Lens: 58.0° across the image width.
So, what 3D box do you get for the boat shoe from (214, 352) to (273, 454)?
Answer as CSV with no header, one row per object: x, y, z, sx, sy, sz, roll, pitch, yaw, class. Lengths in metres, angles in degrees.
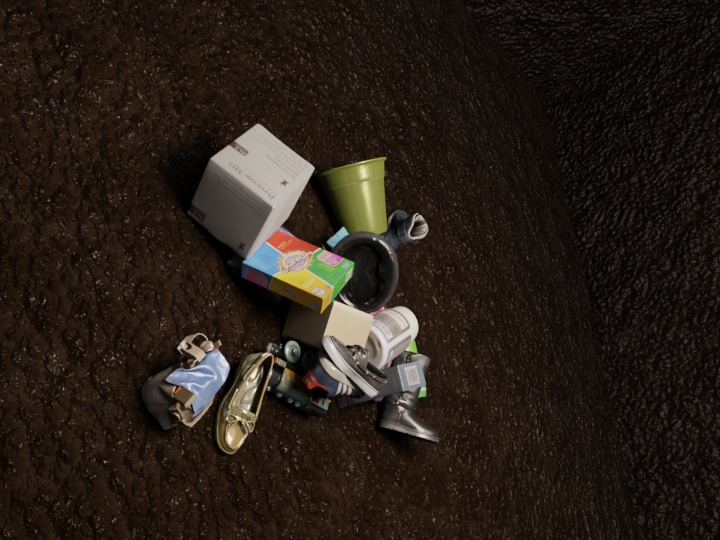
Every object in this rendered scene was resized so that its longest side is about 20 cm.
-0.222,0.254,1.262,0.073,0.062,0.203,40,53,-29,boat shoe

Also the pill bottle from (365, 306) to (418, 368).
0.057,0.158,1.561,0.199,0.112,0.116,-22,88,-58,pill bottle

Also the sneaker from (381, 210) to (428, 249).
0.142,-0.135,1.925,0.077,0.145,0.204,50,36,-18,sneaker

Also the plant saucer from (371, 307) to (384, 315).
-0.016,0.083,1.667,0.199,0.050,0.204,32,47,-41,plant saucer

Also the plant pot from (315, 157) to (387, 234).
-0.005,-0.184,1.738,0.199,0.197,0.194,-21,99,-55,plant pot

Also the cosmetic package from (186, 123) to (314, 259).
-0.231,-0.170,1.383,0.164,0.166,0.201,36,39,-1,cosmetic package

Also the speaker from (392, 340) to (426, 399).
0.117,0.242,1.726,0.088,0.087,0.204,8,65,-51,speaker

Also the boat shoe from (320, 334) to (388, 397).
-0.006,0.189,1.358,0.201,0.066,0.070,50,3,-31,boat shoe

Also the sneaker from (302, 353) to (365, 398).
-0.059,0.242,1.384,0.075,0.084,0.200,52,4,37,sneaker

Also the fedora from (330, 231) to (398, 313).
0.000,0.000,1.581,0.202,0.199,0.092,55,1,-15,fedora

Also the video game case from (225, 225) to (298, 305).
-0.198,-0.026,1.470,0.142,0.019,0.201,38,39,-5,video game case

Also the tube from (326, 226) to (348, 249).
-0.007,-0.011,1.653,0.202,0.050,0.078,55,41,-10,tube

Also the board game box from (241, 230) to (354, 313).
-0.133,-0.001,1.397,0.197,0.041,0.153,22,38,14,board game box

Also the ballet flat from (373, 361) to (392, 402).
0.054,0.242,1.663,0.072,0.068,0.203,73,27,-52,ballet flat

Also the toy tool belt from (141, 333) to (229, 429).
-0.290,0.187,1.173,0.126,0.122,0.201,54,36,-16,toy tool belt

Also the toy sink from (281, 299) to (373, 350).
-0.092,0.122,1.469,0.129,0.198,0.114,24,82,-43,toy sink

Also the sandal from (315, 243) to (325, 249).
-0.105,0.011,1.547,0.070,0.076,0.213,60,19,-21,sandal

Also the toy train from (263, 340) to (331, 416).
-0.135,0.232,1.399,0.199,0.084,0.116,37,54,-36,toy train

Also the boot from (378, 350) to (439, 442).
0.142,0.314,1.637,0.162,0.066,0.204,18,70,-9,boot

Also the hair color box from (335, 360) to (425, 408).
0.042,0.265,1.509,0.098,0.198,0.062,0,71,-52,hair color box
